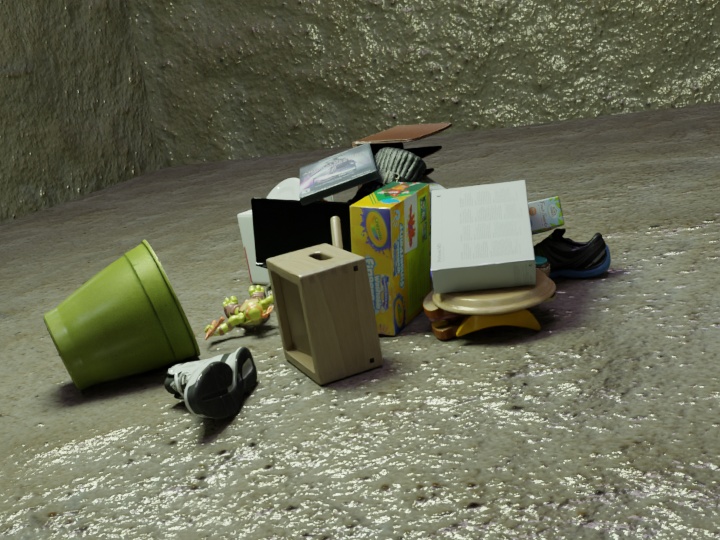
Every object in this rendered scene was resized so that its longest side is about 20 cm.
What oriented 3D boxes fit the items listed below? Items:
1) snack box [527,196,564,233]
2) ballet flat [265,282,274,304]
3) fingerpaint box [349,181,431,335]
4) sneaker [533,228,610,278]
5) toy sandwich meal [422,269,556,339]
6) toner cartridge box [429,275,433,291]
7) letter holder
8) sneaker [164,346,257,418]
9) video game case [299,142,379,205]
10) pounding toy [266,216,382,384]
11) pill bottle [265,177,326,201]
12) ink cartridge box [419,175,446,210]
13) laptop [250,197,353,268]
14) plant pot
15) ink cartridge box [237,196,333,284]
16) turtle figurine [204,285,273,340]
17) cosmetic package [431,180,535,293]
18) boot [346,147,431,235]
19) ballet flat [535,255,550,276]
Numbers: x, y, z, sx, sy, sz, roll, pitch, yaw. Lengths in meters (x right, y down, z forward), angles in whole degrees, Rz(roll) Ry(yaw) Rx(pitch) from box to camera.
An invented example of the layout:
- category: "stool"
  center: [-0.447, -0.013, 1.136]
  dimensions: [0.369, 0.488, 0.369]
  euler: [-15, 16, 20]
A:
- category: "snack box"
  center: [0.258, -0.080, 1.653]
  dimensions: [0.140, 0.054, 0.200]
  euler: [-13, -1, 3]
- category: "ballet flat"
  center: [-0.125, 0.043, 1.740]
  dimensions: [0.069, 0.070, 0.200]
  euler: [-14, 10, -16]
- category: "fingerpaint box"
  center: [0.050, -0.023, 1.545]
  dimensions: [0.072, 0.203, 0.167]
  euler: [5, 20, 24]
- category: "sneaker"
  center: [0.314, -0.029, 1.632]
  dimensions: [0.197, 0.084, 0.071]
  euler: [-5, 14, 21]
- category: "toy sandwich meal"
  center: [0.192, 0.051, 1.456]
  dimensions: [0.202, 0.071, 0.205]
  euler: [-7, 16, 2]
- category: "toner cartridge box"
  center: [0.164, 0.000, 1.713]
  dimensions: [0.094, 0.044, 0.199]
  euler: [1, 19, 36]
- category: "letter holder"
  center: [0.095, -0.225, 1.929]
  dimensions: [0.140, 0.102, 0.200]
  euler: [-1, 16, 29]
- category: "sneaker"
  center: [-0.221, 0.164, 1.330]
  dimensions: [0.114, 0.077, 0.200]
  euler: [-16, 4, 14]
- category: "video game case"
  center: [-0.042, -0.175, 1.755]
  dimensions: [0.141, 0.019, 0.200]
  euler: [-20, 22, 4]
- category: "pounding toy"
  center: [-0.046, 0.036, 1.432]
  dimensions: [0.140, 0.187, 0.200]
  euler: [-15, 15, -20]
- category: "pill bottle"
  center: [-0.088, -0.079, 1.881]
  dimensions: [0.110, 0.200, 0.112]
  euler: [-24, 47, 29]
- category: "ink cartridge box"
  center: [0.092, -0.091, 1.912]
  dimensions: [0.143, 0.147, 0.200]
  euler: [-12, 13, -5]
- category: "laptop"
  center: [-0.093, -0.058, 1.800]
  dimensions: [0.184, 0.118, 0.200]
  euler: [4, -3, 7]
- category: "plant pot"
  center: [-0.378, 0.086, 1.523]
  dimensions: [0.191, 0.203, 0.200]
  euler: [-27, 18, -14]
- category: "ink cartridge box"
  center: [-0.140, -0.070, 1.995]
  dimensions: [0.083, 0.146, 0.199]
  euler: [3, 18, 43]
- category: "turtle figurine"
  center: [-0.178, 0.060, 1.663]
  dimensions: [0.199, 0.065, 0.161]
  euler: [-38, 11, -7]
- category: "cosmetic package"
  center: [0.181, -0.053, 1.473]
  dimensions: [0.148, 0.052, 0.201]
  euler: [-4, 39, 8]
- category: "boot"
  center: [0.086, -0.124, 1.747]
  dimensions: [0.209, 0.080, 0.159]
  euler: [29, 65, 17]
- category: "ballet flat"
  center: [0.213, 0.000, 1.599]
  dimensions: [0.198, 0.066, 0.070]
  euler: [14, 22, 35]
